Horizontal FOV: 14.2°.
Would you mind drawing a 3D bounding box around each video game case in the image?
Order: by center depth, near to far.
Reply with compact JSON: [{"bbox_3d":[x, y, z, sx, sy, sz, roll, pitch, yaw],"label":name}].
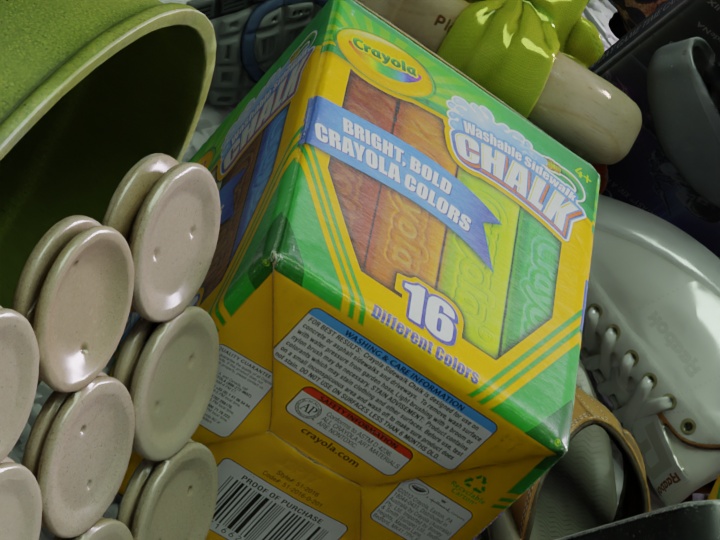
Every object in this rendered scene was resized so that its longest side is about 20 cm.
[{"bbox_3d":[0.166,-0.054,1.183,0.143,0.200,0.019,36,56,-11],"label":"video game case"}]

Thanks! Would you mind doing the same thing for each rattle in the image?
[{"bbox_3d":[0.078,-0.110,1.137,0.200,0.130,0.144,21,81,-61],"label":"rattle"}]

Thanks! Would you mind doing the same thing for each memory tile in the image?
[{"bbox_3d":[-0.098,0.065,0.841,0.017,0.154,0.200,17,34,24],"label":"memory tile"}]

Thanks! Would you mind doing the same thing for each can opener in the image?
[{"bbox_3d":[0.177,-0.024,1.145,0.200,0.067,0.054,55,36,-36],"label":"can opener"}]

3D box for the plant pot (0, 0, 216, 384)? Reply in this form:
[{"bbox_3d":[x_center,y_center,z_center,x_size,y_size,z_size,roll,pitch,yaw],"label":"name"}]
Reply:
[{"bbox_3d":[-0.179,-0.046,0.851,0.193,0.201,0.200,35,34,9],"label":"plant pot"}]

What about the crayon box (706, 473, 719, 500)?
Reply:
[{"bbox_3d":[0.192,0.114,1.100,0.125,0.052,0.201,33,73,-15],"label":"crayon box"}]

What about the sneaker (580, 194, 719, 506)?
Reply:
[{"bbox_3d":[0.119,0.040,1.148,0.199,0.073,0.085,32,63,4],"label":"sneaker"}]

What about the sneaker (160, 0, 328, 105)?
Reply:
[{"bbox_3d":[-0.028,-0.132,1.157,0.200,0.075,0.087,-30,66,-35],"label":"sneaker"}]

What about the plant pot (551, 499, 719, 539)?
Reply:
[{"bbox_3d":[0.111,0.188,0.885,0.199,0.199,0.178,12,67,-37],"label":"plant pot"}]

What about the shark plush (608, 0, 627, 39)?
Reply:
[{"bbox_3d":[0.184,-0.090,1.332,0.200,0.083,0.091,45,35,1],"label":"shark plush"}]

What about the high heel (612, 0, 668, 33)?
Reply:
[{"bbox_3d":[0.161,-0.093,1.216,0.142,0.200,0.071,40,53,-1],"label":"high heel"}]

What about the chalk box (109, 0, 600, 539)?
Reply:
[{"bbox_3d":[0.000,0.000,1.020,0.124,0.124,0.200,32,37,-17],"label":"chalk box"}]

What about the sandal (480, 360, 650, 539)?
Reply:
[{"bbox_3d":[0.074,0.083,1.069,0.081,0.055,0.201,25,39,-26],"label":"sandal"}]
